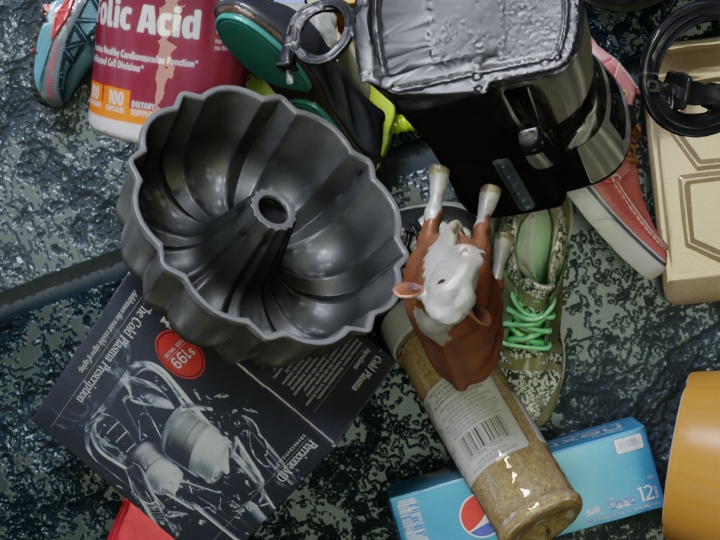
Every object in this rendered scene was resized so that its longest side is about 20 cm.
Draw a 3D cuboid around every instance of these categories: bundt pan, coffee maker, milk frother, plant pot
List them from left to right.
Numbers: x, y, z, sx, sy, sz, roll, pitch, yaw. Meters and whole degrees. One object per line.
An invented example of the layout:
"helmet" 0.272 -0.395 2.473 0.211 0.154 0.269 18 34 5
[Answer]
"bundt pan" -0.072 -0.020 1.032 0.202 0.202 0.076 41 135 0
"coffee maker" 0.076 -0.130 1.055 0.192 0.200 0.135 13 75 23
"milk frother" 0.211 -0.202 1.106 0.180 0.188 0.201 21 94 2
"plant pot" 0.320 0.150 1.128 0.183 0.200 0.201 9 93 16

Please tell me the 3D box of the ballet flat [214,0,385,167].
"ballet flat" -0.036 -0.143 1.092 0.073 0.200 0.073 -15 53 21

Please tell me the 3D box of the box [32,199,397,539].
"box" -0.108 0.087 1.124 0.182 0.104 0.200 39 133 -1

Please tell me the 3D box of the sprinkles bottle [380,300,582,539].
"sprinkles bottle" 0.086 0.106 1.139 0.068 0.068 0.200 -31 60 3

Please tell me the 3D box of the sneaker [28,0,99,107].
"sneaker" -0.176 -0.203 1.174 0.095 0.079 0.200 30 94 -2

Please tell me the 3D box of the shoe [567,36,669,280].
"shoe" 0.185 -0.094 1.165 0.091 0.071 0.200 -39 85 12

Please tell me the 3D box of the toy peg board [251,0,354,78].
"toy peg board" 0.006 -0.259 1.132 0.198 0.098 0.201 -6 77 2

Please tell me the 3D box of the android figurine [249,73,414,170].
"android figurine" -0.057 -0.120 1.192 0.199 0.041 0.183 -11 92 3

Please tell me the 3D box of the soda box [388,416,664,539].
"soda box" 0.124 0.170 1.186 0.199 0.068 0.064 -15 91 3

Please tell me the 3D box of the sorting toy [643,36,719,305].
"sorting toy" 0.313 -0.081 1.188 0.184 0.036 0.201 -6 97 2

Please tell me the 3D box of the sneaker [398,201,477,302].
"sneaker" 0.000 0.000 1.168 0.199 0.088 0.076 -15 92 5

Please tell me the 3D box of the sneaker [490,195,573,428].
"sneaker" 0.122 0.024 1.169 0.077 0.089 0.201 1 93 2

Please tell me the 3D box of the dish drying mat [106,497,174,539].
"dish drying mat" -0.105 0.244 1.223 0.199 0.018 0.077 24 94 0

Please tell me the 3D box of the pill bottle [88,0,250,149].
"pill bottle" -0.128 -0.193 1.103 0.114 0.114 0.201 8 103 2

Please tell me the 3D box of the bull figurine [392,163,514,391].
"bull figurine" 0.065 0.008 1.040 0.065 0.200 0.122 9 66 10
